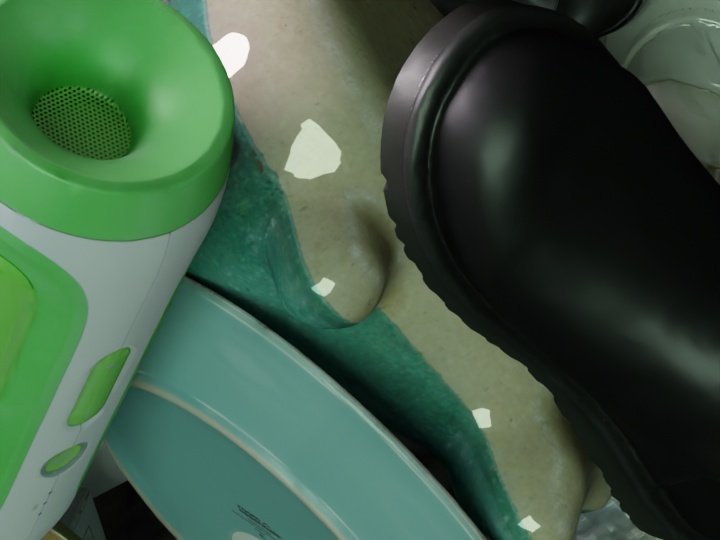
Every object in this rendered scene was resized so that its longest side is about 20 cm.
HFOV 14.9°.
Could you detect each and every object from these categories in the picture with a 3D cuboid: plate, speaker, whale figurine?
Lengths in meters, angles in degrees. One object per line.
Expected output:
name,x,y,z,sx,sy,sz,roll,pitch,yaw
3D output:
plate,-0.027,0.074,0.857,0.200,0.026,0.200,35,157,17
speaker,-0.100,0.008,0.780,0.088,0.089,0.200,33,139,2
whale figurine,0.000,0.000,0.826,0.104,0.159,0.200,-29,91,20

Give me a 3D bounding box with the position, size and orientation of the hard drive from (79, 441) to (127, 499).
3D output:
hard drive,-0.082,-0.002,0.939,0.200,0.027,0.132,-28,100,23

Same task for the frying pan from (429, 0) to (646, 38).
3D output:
frying pan,0.007,-0.133,0.835,0.190,0.031,0.115,39,152,-4

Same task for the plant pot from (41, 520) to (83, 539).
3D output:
plant pot,-0.152,0.135,0.928,0.199,0.028,0.201,6,123,10

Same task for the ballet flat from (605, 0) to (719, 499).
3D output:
ballet flat,0.101,-0.016,0.863,0.069,0.069,0.201,11,112,11

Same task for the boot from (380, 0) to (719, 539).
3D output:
boot,0.112,0.016,0.722,0.158,0.080,0.211,17,154,50

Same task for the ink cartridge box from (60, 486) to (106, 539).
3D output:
ink cartridge box,-0.128,0.173,0.995,0.109,0.050,0.201,-4,123,16
